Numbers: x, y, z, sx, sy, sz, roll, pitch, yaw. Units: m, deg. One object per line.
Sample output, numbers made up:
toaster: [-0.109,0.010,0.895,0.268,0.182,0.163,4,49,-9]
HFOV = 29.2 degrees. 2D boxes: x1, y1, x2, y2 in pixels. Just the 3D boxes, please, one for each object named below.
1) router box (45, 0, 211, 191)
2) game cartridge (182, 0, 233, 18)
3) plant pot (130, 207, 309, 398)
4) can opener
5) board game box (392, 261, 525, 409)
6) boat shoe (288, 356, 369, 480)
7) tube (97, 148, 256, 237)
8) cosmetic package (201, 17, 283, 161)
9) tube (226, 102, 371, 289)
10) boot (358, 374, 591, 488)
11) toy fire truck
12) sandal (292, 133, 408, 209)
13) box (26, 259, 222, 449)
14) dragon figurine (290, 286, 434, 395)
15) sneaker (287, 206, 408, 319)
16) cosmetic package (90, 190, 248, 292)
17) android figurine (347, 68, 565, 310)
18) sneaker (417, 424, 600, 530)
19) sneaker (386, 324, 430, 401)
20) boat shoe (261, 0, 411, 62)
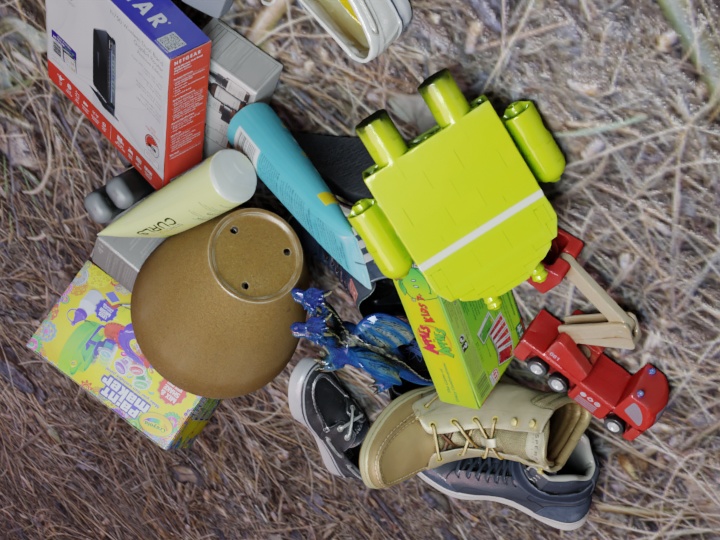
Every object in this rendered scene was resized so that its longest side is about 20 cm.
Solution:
router box: [-0.224,-0.200,1.310,0.200,0.049,0.180,45,147,24]
game cartridge: [-0.181,-0.316,1.205,0.199,0.041,0.134,39,143,1]
plant pot: [-0.124,0.013,1.369,0.186,0.187,0.200,40,156,-1]
can opener: [-0.239,-0.092,1.393,0.052,0.200,0.067,-33,102,10]
board game box: [0.088,0.020,1.276,0.047,0.102,0.201,9,136,36]
boat shoe: [-0.023,0.177,1.596,0.067,0.072,0.201,15,142,34]
tube: [-0.169,-0.059,1.300,0.058,0.052,0.199,43,144,-20]
cosmetic package: [-0.142,-0.148,1.348,0.082,0.051,0.200,36,146,6]
tube: [-0.051,-0.070,1.224,0.200,0.050,0.078,52,173,32]
boot: [0.110,0.160,1.319,0.154,0.199,0.074,14,122,44]
toy fire truck: [0.209,0.059,1.255,0.199,0.049,0.141,37,145,3]
sandal: [-0.008,-0.088,1.277,0.199,0.076,0.043,18,146,45]
box: [-0.259,0.105,1.626,0.199,0.123,0.193,36,175,4]
dragon figurine: [0.016,0.076,1.301,0.198,0.059,0.099,23,163,-9]
sneaker: [0.000,0.000,1.354,0.198,0.085,0.075,22,143,25]
cosmetic package: [-0.184,0.002,1.509,0.200,0.107,0.090,42,157,-2]
android figurine: [0.084,-0.059,1.146,0.201,0.181,0.041,55,-173,-16]
sneaker: [0.149,0.191,1.422,0.200,0.078,0.147,16,153,9]
sneaker: [0.058,0.125,1.450,0.070,0.078,0.201,24,143,20]
boat shoe: [-0.050,-0.247,1.112,0.202,0.086,0.074,49,145,-15]
